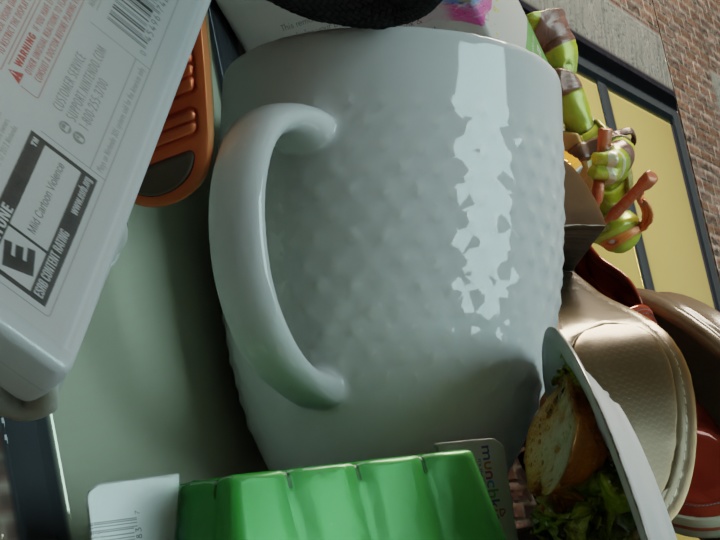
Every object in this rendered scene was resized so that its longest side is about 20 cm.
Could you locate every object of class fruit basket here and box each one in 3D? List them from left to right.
[{"bbox_3d":[-0.011,0.166,0.721,0.185,0.094,0.201,-4,89,-35],"label":"fruit basket"}]

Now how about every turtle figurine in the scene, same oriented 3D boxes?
[{"bbox_3d":[0.135,-0.076,1.221,0.200,0.064,0.162,109,-42,-73],"label":"turtle figurine"}]

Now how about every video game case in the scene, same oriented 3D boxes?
[{"bbox_3d":[-0.129,-0.086,0.551,0.182,0.023,0.200,38,38,-21],"label":"video game case"}]

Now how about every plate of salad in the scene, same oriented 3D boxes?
[{"bbox_3d":[0.089,0.120,0.754,0.200,0.048,0.201,164,-90,-87],"label":"plate of salad"}]

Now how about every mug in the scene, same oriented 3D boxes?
[{"bbox_3d":[0.000,0.000,0.824,0.200,0.147,0.176,23,64,-59],"label":"mug"}]

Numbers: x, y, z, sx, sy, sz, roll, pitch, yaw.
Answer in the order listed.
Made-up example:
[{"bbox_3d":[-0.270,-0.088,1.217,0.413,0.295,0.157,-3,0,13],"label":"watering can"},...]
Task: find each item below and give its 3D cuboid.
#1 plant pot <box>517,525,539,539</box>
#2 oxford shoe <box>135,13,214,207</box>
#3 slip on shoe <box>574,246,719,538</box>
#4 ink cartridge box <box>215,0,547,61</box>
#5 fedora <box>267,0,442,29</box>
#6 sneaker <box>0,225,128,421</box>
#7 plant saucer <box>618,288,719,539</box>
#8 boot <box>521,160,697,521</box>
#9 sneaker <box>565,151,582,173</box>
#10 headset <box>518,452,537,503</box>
[{"bbox_3d":[0.128,0.212,0.948,0.198,0.200,0.201,25,52,-51],"label":"plant pot"},{"bbox_3d":[-0.088,-0.121,0.793,0.073,0.071,0.201,9,66,-70],"label":"oxford shoe"},{"bbox_3d":[0.125,0.048,1.001,0.200,0.074,0.061,55,-30,25],"label":"slip on shoe"},{"bbox_3d":[0.001,-0.135,0.948,0.200,0.117,0.067,60,27,-32],"label":"ink cartridge box"},{"bbox_3d":[-0.013,-0.160,0.764,0.201,0.200,0.092,52,49,-43],"label":"fedora"},{"bbox_3d":[-0.138,-0.015,0.603,0.200,0.075,0.087,42,47,-49],"label":"sneaker"},{"bbox_3d":[0.192,0.089,1.062,0.200,0.029,0.200,48,-19,23],"label":"plant saucer"},{"bbox_3d":[0.080,0.064,0.947,0.073,0.155,0.201,4,53,-23],"label":"boot"},{"bbox_3d":[0.052,-0.048,1.092,0.077,0.078,0.200,50,24,4],"label":"sneaker"},{"bbox_3d":[0.122,0.074,1.087,0.200,0.094,0.124,-113,176,-55],"label":"headset"}]
